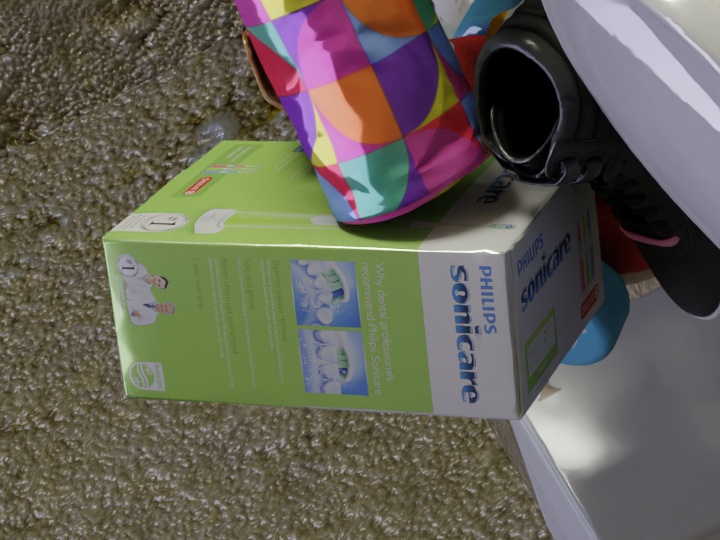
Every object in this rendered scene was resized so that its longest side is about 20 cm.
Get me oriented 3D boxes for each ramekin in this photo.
[{"bbox_3d":[0.167,-0.076,0.993,0.203,0.094,0.202,49,175,6],"label":"ramekin"}]

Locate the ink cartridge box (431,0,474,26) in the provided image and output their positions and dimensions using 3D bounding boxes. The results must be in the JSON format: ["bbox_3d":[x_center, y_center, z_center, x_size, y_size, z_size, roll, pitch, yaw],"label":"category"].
[{"bbox_3d":[0.068,-0.216,1.560,0.201,0.084,0.146,61,175,7],"label":"ink cartridge box"}]

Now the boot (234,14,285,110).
[{"bbox_3d":[-0.028,-0.171,1.248,0.155,0.073,0.201,-24,-81,-75],"label":"boot"}]

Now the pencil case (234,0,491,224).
[{"bbox_3d":[-0.014,-0.121,1.123,0.201,0.088,0.088,65,175,-9],"label":"pencil case"}]

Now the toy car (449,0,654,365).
[{"bbox_3d":[0.097,-0.094,1.276,0.176,0.185,0.200,21,145,12],"label":"toy car"}]

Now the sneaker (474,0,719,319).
[{"bbox_3d":[0.108,-0.047,1.138,0.071,0.099,0.201,13,132,48],"label":"sneaker"}]

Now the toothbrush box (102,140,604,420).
[{"bbox_3d":[0.000,0.000,1.200,0.146,0.199,0.087,-47,-46,-61],"label":"toothbrush box"}]

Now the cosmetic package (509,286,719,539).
[{"bbox_3d":[0.205,0.134,1.568,0.167,0.167,0.200,60,176,36],"label":"cosmetic package"}]

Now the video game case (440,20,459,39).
[{"bbox_3d":[0.099,-0.099,1.504,0.199,0.024,0.182,18,172,2],"label":"video game case"}]
